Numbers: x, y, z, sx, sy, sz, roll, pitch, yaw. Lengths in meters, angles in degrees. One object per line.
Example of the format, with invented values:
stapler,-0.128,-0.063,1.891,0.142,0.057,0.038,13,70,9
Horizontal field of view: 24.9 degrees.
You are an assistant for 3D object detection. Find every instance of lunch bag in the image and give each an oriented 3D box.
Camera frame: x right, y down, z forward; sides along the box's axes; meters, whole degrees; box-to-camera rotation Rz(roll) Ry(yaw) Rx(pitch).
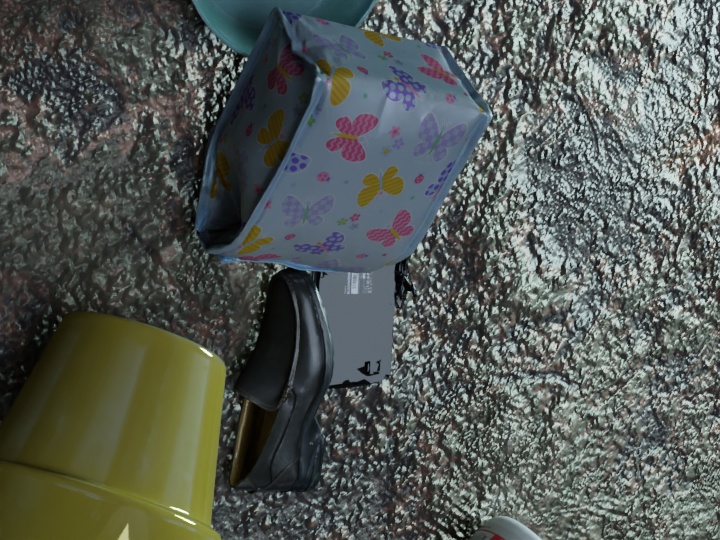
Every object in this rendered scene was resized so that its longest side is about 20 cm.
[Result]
lunch bag,-0.025,-0.088,1.280,0.169,0.127,0.200,6,125,-33

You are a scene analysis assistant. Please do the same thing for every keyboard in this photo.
keyboard,0.000,0.000,1.402,0.104,0.040,0.200,0,98,-26

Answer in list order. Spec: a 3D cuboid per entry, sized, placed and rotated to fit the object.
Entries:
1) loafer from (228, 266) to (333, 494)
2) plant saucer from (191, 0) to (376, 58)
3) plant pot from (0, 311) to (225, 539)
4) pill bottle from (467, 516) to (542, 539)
loafer,-0.069,0.095,1.351,0.072,0.073,0.200,-7,107,-31
plant saucer,-0.062,-0.262,1.265,0.200,0.036,0.200,-13,113,-34
plant pot,-0.188,0.140,1.207,0.201,0.201,0.189,29,70,-40
pill bottle,0.096,0.333,1.526,0.200,0.112,0.112,-40,125,-21
